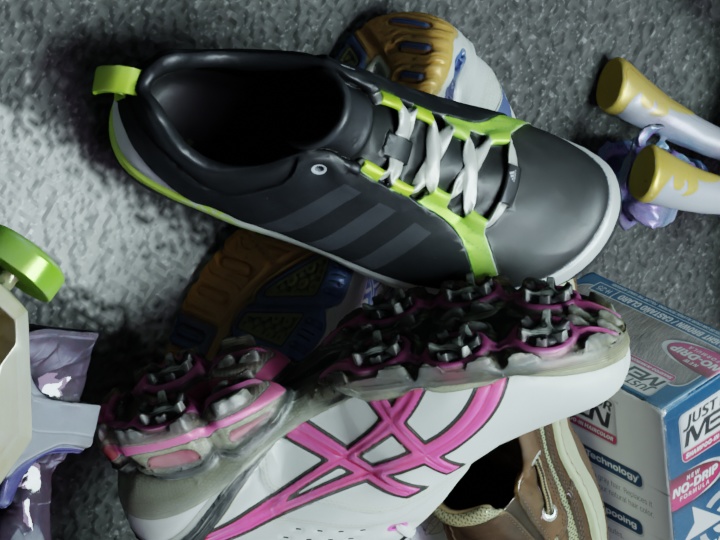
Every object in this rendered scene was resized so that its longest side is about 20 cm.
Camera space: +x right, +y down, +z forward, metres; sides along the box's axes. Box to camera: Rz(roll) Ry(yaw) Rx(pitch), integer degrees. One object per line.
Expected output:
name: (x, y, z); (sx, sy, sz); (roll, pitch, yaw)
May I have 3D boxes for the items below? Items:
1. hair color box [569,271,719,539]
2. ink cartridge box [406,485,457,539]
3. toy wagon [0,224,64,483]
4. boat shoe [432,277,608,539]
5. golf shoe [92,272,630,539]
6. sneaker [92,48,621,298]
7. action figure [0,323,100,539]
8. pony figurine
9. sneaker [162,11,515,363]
hair color box: (0.121, 0.111, 1.199); (0.061, 0.100, 0.200); (-30, 127, -30)
ink cartridge box: (0.034, 0.113, 1.222); (0.200, 0.044, 0.174); (-48, 133, -15)
toy wagon: (-0.187, 0.021, 0.894); (0.155, 0.040, 0.200); (-55, 129, -14)
boat shoe: (0.048, 0.081, 1.130); (0.075, 0.075, 0.202); (-40, 130, -44)
golf shoe: (0.007, 0.060, 1.032); (0.073, 0.200, 0.092); (-72, 144, -63)
sneaker: (-0.001, -0.037, 1.028); (0.200, 0.083, 0.072); (11, 79, -4)
action figure: (-0.136, 0.118, 1.019); (0.069, 0.130, 0.200); (-11, 100, -51)
pony figurine: (0.201, -0.049, 1.243); (0.200, 0.167, 0.193); (14, 92, -29)
sneaker: (0.000, 0.000, 1.117); (0.088, 0.075, 0.200); (39, 82, -45)
